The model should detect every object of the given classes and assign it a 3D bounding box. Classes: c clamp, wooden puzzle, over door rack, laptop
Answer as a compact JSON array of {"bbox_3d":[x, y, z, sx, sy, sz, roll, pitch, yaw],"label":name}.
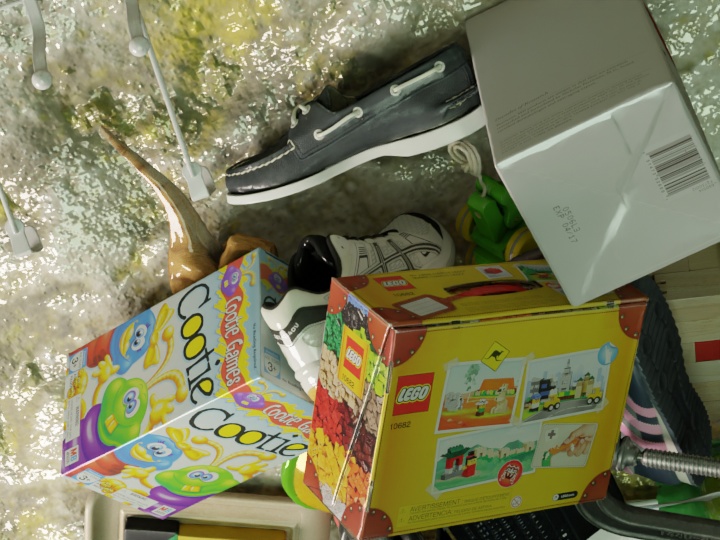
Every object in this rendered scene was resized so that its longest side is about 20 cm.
[{"bbox_3d":[0.244,0.148,1.253,0.198,0.027,0.171,4,143,15],"label":"c clamp"},{"bbox_3d":[-0.127,0.257,1.470,0.198,0.037,0.186,2,123,-6],"label":"wooden puzzle"},{"bbox_3d":[-0.195,-0.110,1.187,0.147,0.067,0.201,-17,113,7],"label":"over door rack"},{"bbox_3d":[0.127,0.231,1.314,0.199,0.103,0.178,-37,146,-3],"label":"laptop"}]

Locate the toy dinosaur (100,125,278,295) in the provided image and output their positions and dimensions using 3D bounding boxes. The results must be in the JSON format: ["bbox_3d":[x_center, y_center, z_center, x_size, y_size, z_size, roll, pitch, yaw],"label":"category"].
[{"bbox_3d":[-0.114,-0.010,1.280,0.105,0.061,0.201,-8,124,2],"label":"toy dinosaur"}]

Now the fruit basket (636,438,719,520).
[{"bbox_3d":[0.328,0.156,1.357,0.184,0.095,0.200,2,158,-38],"label":"fruit basket"}]

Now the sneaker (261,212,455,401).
[{"bbox_3d":[0.000,0.000,1.225,0.075,0.200,0.088,-29,105,34],"label":"sneaker"}]

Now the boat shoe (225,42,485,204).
[{"bbox_3d":[-0.010,-0.099,1.226,0.199,0.076,0.061,-19,104,15],"label":"boat shoe"}]

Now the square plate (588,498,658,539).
[{"bbox_3d":[0.139,0.259,1.459,0.197,0.028,0.201,2,124,-37],"label":"square plate"}]

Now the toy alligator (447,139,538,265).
[{"bbox_3d":[0.104,-0.038,1.269,0.054,0.059,0.201,-45,145,-20],"label":"toy alligator"}]

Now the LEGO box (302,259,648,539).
[{"bbox_3d":[0.074,0.078,1.157,0.199,0.077,0.150,-4,115,-31],"label":"LEGO box"}]

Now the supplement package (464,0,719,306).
[{"bbox_3d":[0.152,-0.098,1.158,0.119,0.201,0.122,-25,121,13],"label":"supplement package"}]

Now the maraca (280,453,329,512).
[{"bbox_3d":[0.021,0.102,1.341,0.200,0.107,0.137,-45,147,2],"label":"maraca"}]

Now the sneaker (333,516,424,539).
[{"bbox_3d":[0.030,0.247,1.441,0.070,0.098,0.201,-19,124,6],"label":"sneaker"}]

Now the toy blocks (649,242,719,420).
[{"bbox_3d":[0.227,0.050,1.327,0.135,0.101,0.201,-6,139,9],"label":"toy blocks"}]

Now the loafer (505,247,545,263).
[{"bbox_3d":[0.123,0.067,1.273,0.073,0.071,0.201,-17,138,-24],"label":"loafer"}]

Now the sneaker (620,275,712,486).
[{"bbox_3d":[0.186,0.080,1.266,0.081,0.070,0.201,2,133,31],"label":"sneaker"}]

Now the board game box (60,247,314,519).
[{"bbox_3d":[-0.107,0.085,1.274,0.199,0.104,0.105,-28,139,33],"label":"board game box"}]
